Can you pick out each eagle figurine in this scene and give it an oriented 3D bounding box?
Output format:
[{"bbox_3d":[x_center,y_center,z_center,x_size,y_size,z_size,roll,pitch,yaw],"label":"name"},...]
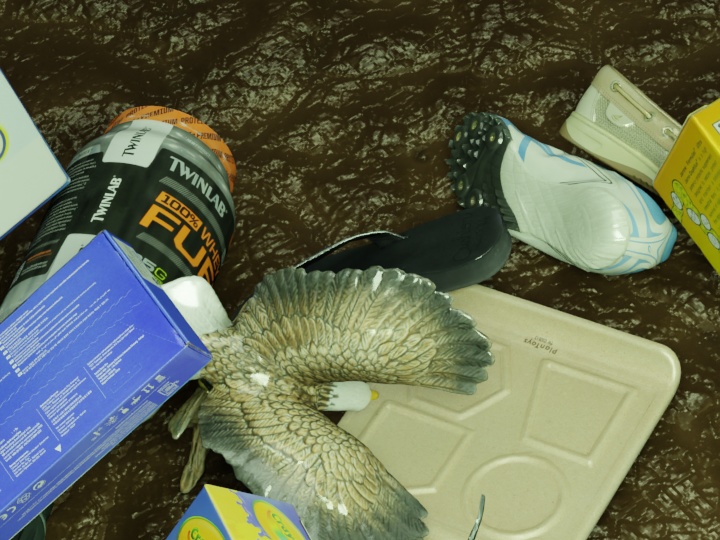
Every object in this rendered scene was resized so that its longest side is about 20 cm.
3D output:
[{"bbox_3d":[-0.032,0.072,1.550,0.150,0.153,0.199,-27,26,-31],"label":"eagle figurine"}]

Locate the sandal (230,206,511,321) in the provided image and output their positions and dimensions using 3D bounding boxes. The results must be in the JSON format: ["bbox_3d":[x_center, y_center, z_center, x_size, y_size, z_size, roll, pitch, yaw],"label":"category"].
[{"bbox_3d":[0.000,-0.001,1.680,0.199,0.043,0.076,-23,36,13],"label":"sandal"}]

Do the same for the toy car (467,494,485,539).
[{"bbox_3d":[0.085,0.215,1.379,0.156,0.201,0.165,-12,46,0],"label":"toy car"}]

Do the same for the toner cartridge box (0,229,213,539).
[{"bbox_3d":[-0.192,0.079,1.532,0.200,0.043,0.095,-41,67,6],"label":"toner cartridge box"}]

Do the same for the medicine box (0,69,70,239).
[{"bbox_3d":[-0.322,-0.045,1.695,0.182,0.103,0.199,-42,23,-25],"label":"medicine box"}]

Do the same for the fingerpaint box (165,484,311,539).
[{"bbox_3d":[-0.068,0.248,1.404,0.167,0.073,0.200,-53,44,22],"label":"fingerpaint box"}]

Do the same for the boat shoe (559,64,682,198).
[{"bbox_3d":[0.225,-0.069,1.689,0.199,0.072,0.065,33,95,27],"label":"boat shoe"}]

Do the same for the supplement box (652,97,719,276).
[{"bbox_3d":[0.288,-0.022,1.577,0.108,0.110,0.201,-30,75,-18],"label":"supplement box"}]

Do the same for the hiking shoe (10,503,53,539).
[{"bbox_3d":[-0.283,0.139,1.626,0.198,0.075,0.087,8,33,11],"label":"hiking shoe"}]

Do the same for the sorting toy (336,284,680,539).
[{"bbox_3d":[0.080,0.108,1.601,0.184,0.037,0.201,18,58,26],"label":"sorting toy"}]

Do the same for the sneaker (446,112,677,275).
[{"bbox_3d":[0.130,-0.049,1.723,0.072,0.072,0.200,13,15,-43],"label":"sneaker"}]

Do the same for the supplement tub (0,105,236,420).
[{"bbox_3d":[-0.155,-0.006,1.690,0.122,0.123,0.201,6,49,16],"label":"supplement tub"}]
